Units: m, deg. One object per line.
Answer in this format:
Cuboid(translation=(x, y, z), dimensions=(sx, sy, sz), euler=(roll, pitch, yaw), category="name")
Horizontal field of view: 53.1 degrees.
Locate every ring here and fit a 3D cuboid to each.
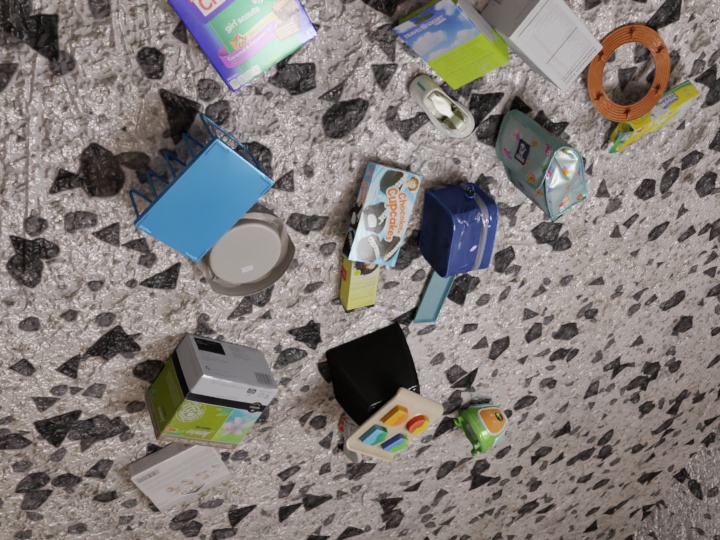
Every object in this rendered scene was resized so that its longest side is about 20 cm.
Cuboid(translation=(0.571, -0.415, 1.522), dimensions=(0.200, 0.019, 0.201), euler=(-6, 111, -15), category="ring")

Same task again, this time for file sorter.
Cuboid(translation=(-0.280, -0.146, 1.237), dimensions=(0.200, 0.123, 0.139), euler=(-43, 136, 11), category="file sorter")

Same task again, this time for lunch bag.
Cuboid(translation=(0.376, -0.230, 1.509), dimensions=(0.122, 0.170, 0.200), euler=(-36, 140, 0), category="lunch bag")
Cuboid(translation=(0.220, -0.096, 1.561), dimensions=(0.132, 0.136, 0.200), euler=(-13, 131, -21), category="lunch bag")

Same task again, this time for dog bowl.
Cuboid(translation=(-0.229, -0.043, 1.402), dimensions=(0.200, 0.059, 0.200), euler=(-16, 134, -17), category="dog bowl")

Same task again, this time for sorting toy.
Cuboid(translation=(0.085, 0.375, 1.709), dimensions=(0.200, 0.036, 0.185), euler=(-47, 135, 13), category="sorting toy")

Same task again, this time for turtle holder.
Cuboid(translation=(0.366, 0.471, 2.136), dimensions=(0.132, 0.141, 0.186), euler=(-27, 135, -9), category="turtle holder")

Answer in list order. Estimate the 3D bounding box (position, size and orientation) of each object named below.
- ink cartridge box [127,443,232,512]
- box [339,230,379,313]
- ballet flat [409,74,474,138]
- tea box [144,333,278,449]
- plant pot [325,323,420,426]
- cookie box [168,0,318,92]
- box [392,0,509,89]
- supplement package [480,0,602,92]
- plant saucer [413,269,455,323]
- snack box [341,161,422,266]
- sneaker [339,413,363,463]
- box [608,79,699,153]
Cuboid(translation=(-0.434, 0.487, 1.753), dimensions=(0.200, 0.045, 0.176), euler=(-25, 135, -8), category="ink cartridge box")
Cuboid(translation=(0.000, 0.000, 1.579), dimensions=(0.075, 0.050, 0.200), euler=(-13, 133, -21), category="box")
Cuboid(translation=(0.168, -0.305, 1.401), dimensions=(0.069, 0.069, 0.200), euler=(-46, 135, 13), category="ballet flat")
Cuboid(translation=(-0.324, 0.267, 1.561), dimensions=(0.200, 0.134, 0.197), euler=(19, 116, -40), category="tea box")
Cuboid(translation=(0.051, 0.284, 1.764), dimensions=(0.200, 0.177, 0.200), euler=(-21, 135, -14), category="plant pot")
Cuboid(translation=(-0.187, -0.406, 1.099), dimensions=(0.171, 0.075, 0.200), euler=(-34, 136, 1), category="cookie box")
Cuboid(translation=(0.161, -0.413, 1.280), dimensions=(0.122, 0.048, 0.200), euler=(-20, 147, 35), category="box")
Cuboid(translation=(0.338, -0.445, 1.345), dimensions=(0.200, 0.110, 0.114), euler=(26, 111, -42), category="supplement package")
Cuboid(translation=(0.184, 0.047, 1.750), dimensions=(0.070, 0.019, 0.200), euler=(-2, 127, -29), category="plant saucer")
Cuboid(translation=(0.043, -0.113, 1.472), dimensions=(0.116, 0.037, 0.200), euler=(8, 105, -32), category="snack box")
Cuboid(translation=(-0.004, 0.434, 1.956), dimensions=(0.082, 0.077, 0.200), euler=(-36, 145, -38), category="sneaker")
Cuboid(translation=(0.651, -0.342, 1.630), dimensions=(0.200, 0.048, 0.117), euler=(-32, 166, -5), category="box")
